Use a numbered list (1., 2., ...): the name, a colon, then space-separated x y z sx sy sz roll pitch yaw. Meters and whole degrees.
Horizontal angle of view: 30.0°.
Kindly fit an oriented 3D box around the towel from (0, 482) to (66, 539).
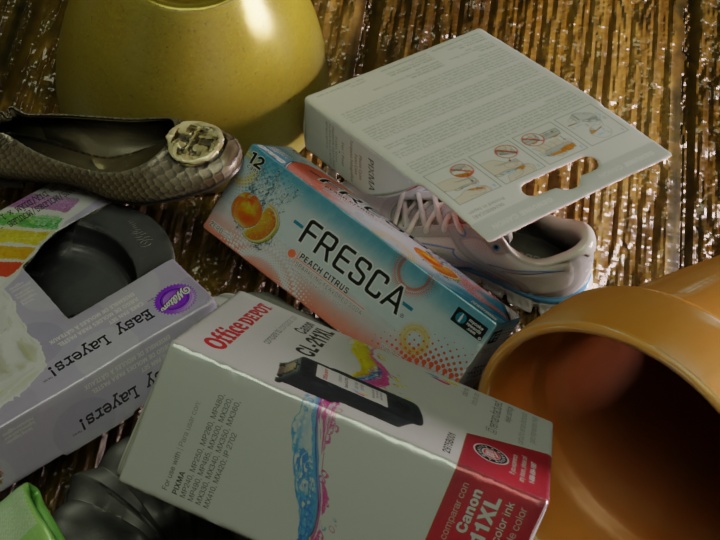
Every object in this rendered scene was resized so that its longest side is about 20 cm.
1. towel: -0.222 0.231 0.722 0.200 0.031 0.149 -40 71 3

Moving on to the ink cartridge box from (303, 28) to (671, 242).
1. ink cartridge box: 0.081 -0.083 0.904 0.160 0.047 0.200 -25 46 -27

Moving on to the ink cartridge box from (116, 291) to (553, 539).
1. ink cartridge box: -0.006 0.095 0.710 0.200 0.146 0.083 23 102 4

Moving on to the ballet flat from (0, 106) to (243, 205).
1. ballet flat: -0.171 -0.081 0.869 0.200 0.046 0.067 5 43 21

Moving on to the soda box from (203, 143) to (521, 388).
1. soda box: 0.000 0.000 0.861 0.200 0.064 0.068 37 104 15

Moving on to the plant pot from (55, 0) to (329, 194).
1. plant pot: -0.116 -0.174 0.926 0.200 0.142 0.200 2 62 -5

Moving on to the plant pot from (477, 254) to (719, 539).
1. plant pot: 0.202 0.080 0.806 0.200 0.200 0.183 44 50 17

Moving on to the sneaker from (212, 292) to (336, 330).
1. sneaker: -0.011 0.070 0.841 0.200 0.075 0.082 39 33 16

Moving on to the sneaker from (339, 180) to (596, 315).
1. sneaker: 0.065 -0.033 0.901 0.200 0.087 0.075 11 64 2

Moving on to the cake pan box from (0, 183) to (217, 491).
1. cake pan box: -0.203 0.035 0.822 0.200 0.052 0.184 -31 47 -20

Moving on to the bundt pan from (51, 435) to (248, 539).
1. bundt pan: -0.097 0.176 0.781 0.202 0.076 0.202 2 63 -4
